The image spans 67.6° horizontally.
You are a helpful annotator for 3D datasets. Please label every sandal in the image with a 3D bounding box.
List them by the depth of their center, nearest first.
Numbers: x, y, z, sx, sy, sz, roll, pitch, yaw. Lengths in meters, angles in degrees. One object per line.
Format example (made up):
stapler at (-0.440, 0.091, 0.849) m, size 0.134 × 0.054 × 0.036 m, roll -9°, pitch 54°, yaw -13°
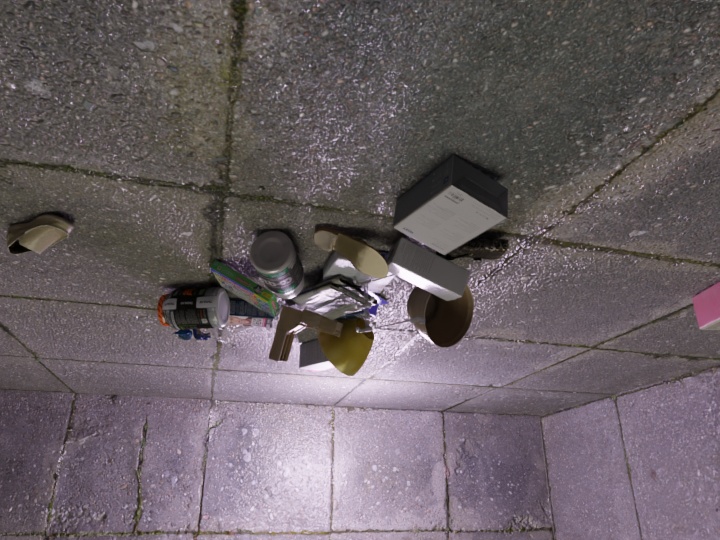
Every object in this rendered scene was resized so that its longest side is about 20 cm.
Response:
sandal at (-0.016, -0.062, 1.342) m, size 0.208 × 0.070 × 0.078 m, roll 27°, pitch 125°, yaw -9°

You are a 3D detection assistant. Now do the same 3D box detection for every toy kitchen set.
toy kitchen set at (-0.169, 0.234, 1.798) m, size 0.195 × 0.185 × 0.163 m, roll 14°, pitch 173°, yaw 15°

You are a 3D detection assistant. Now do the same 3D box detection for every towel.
towel at (-0.075, 0.090, 1.576) m, size 0.197 × 0.035 × 0.191 m, roll -21°, pitch 143°, yaw 33°

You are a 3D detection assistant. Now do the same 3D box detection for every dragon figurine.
dragon figurine at (-0.618, 0.206, 1.878) m, size 0.194 × 0.102 × 0.059 m, roll -3°, pitch 156°, yaw 6°

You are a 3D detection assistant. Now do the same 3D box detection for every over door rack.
over door rack at (0.068, 0.076, 1.434) m, size 0.195 × 0.152 × 0.066 m, roll -12°, pitch 160°, yaw 26°

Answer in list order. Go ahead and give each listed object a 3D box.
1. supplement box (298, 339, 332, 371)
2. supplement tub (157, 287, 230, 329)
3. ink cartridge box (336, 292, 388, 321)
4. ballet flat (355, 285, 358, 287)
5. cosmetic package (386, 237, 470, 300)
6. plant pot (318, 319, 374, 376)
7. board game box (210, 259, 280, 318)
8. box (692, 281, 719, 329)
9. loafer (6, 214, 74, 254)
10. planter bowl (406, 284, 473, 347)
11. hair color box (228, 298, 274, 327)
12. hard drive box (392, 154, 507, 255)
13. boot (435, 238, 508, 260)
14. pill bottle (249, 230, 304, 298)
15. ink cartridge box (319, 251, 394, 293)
supplement box at (-0.149, 0.340, 2.179) m, size 0.197 × 0.106 × 0.100 m, roll -20°, pitch 150°, yaw 36°
supplement tub at (-0.512, 0.117, 1.654) m, size 0.194 × 0.126 × 0.123 m, roll -3°, pitch 156°, yaw 6°
ink cartridge box at (-0.029, 0.115, 1.731) m, size 0.195 × 0.045 × 0.197 m, roll -13°, pitch 159°, yaw 24°
ballet flat at (-0.095, 0.062, 1.633) m, size 0.195 × 0.068 × 0.047 m, roll -10°, pitch 112°, yaw 28°
cosmetic package at (0.165, -0.001, 1.357) m, size 0.196 × 0.073 × 0.101 m, roll 26°, pitch 167°, yaw -8°
plant pot at (-0.033, 0.245, 1.898) m, size 0.142 × 0.202 × 0.198 m, roll -42°, pitch 140°, yaw 18°
board game box at (-0.322, 0.054, 1.515) m, size 0.197 × 0.029 × 0.135 m, roll 29°, pitch 159°, yaw 12°
box at (1.136, 0.098, 1.634) m, size 0.124 × 0.112 × 0.201 m, roll 2°, pitch 156°, yaw -3°
loafer at (-0.764, -0.079, 1.281) m, size 0.195 × 0.070 × 0.076 m, roll -11°, pitch 154°, yaw 23°
planter bowl at (0.220, 0.110, 1.592) m, size 0.197 × 0.206 × 0.133 m, roll 18°, pitch 178°, yaw -36°
hair color box at (-0.385, 0.141, 1.785) m, size 0.194 × 0.062 × 0.100 m, roll 6°, pitch 155°, yaw -12°
hard drive box at (0.186, -0.129, 1.131) m, size 0.153 × 0.079 × 0.199 m, roll 25°, pitch 147°, yaw -24°
boot at (0.282, -0.068, 1.325) m, size 0.169 × 0.071 × 0.200 m, roll 1°, pitch 167°, yaw -3°
pill bottle at (-0.207, -0.008, 1.386) m, size 0.110 × 0.116 × 0.201 m, roll -2°, pitch 156°, yaw 5°
ink cartridge box at (0.000, 0.000, 1.495) m, size 0.194 × 0.042 × 0.200 m, roll 7°, pitch 155°, yaw -17°
